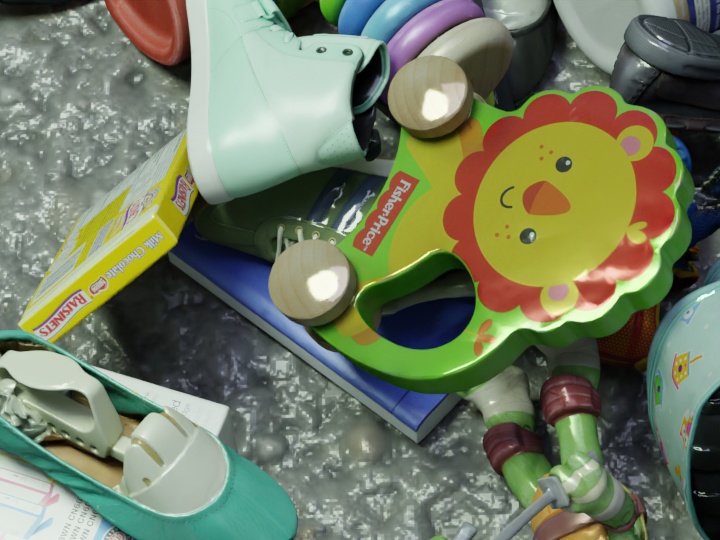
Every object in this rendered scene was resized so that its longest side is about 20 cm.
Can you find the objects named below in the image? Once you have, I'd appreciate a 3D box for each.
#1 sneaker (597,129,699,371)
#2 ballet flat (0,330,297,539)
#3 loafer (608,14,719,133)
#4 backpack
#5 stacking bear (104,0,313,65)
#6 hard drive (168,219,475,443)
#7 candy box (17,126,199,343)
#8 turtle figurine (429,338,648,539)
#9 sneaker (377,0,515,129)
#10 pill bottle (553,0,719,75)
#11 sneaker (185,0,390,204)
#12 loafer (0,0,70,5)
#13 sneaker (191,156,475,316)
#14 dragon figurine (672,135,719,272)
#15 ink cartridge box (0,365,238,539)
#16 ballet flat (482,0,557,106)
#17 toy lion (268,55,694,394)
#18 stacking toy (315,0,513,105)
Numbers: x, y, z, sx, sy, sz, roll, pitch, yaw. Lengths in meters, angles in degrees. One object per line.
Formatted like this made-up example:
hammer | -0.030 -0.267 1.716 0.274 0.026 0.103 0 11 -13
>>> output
sneaker | 0.170 -0.026 1.431 0.077 0.073 0.200 21 63 -9
ballet flat | -0.125 0.089 1.212 0.200 0.070 0.067 25 62 16
loafer | 0.226 -0.108 1.440 0.200 0.063 0.072 8 30 -38
backpack | 0.255 0.063 1.299 0.200 0.176 0.153 -19 42 -8
stacking bear | -0.058 -0.218 1.535 0.200 0.122 0.114 -25 56 -21
hard drive | 0.000 0.000 1.437 0.200 0.025 0.132 35 66 22
candy box | -0.136 -0.024 1.365 0.102 0.200 0.026 -36 103 14
turtle figurine | 0.081 0.120 1.288 0.200 0.144 0.194 -6 56 -5
sneaker | 0.033 -0.143 1.471 0.083 0.072 0.200 -14 73 -22
pill bottle | 0.227 -0.210 1.500 0.200 0.116 0.116 -29 60 -23
sneaker | -0.039 -0.133 1.393 0.118 0.074 0.201 -11 57 12
loafer | -0.182 -0.232 1.577 0.200 0.073 0.072 -18 39 -17
sneaker | -0.001 -0.016 1.390 0.200 0.067 0.090 0 53 -1
dragon figurine | 0.157 -0.041 1.336 0.200 0.099 0.059 2 64 -9
ink cartridge box | -0.180 0.129 1.306 0.200 0.125 0.129 15 60 12
ballet flat | 0.098 -0.202 1.535 0.068 0.068 0.200 3 58 12
toy lion | 0.077 -0.018 1.296 0.192 0.069 0.200 29 82 29
stacking toy | 0.000 -0.177 1.424 0.085 0.085 0.200 -34 69 -18
